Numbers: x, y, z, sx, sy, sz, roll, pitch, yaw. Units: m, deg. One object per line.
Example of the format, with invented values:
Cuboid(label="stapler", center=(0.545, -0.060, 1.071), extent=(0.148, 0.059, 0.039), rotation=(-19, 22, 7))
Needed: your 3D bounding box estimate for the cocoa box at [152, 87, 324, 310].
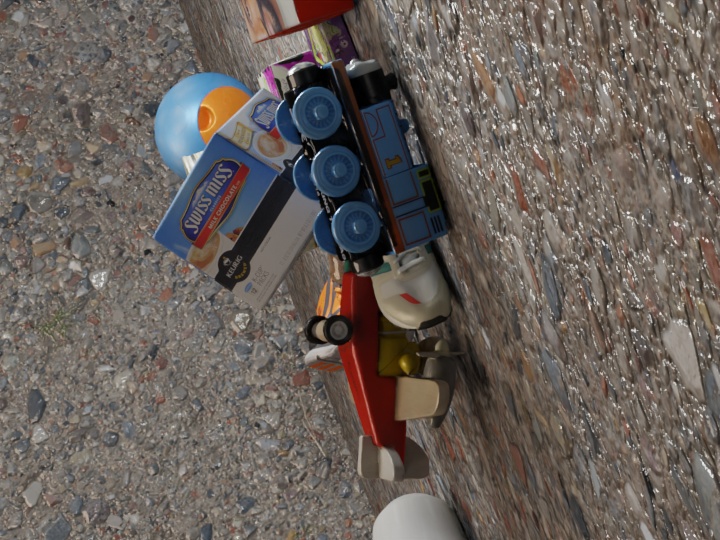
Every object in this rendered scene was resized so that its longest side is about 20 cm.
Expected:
Cuboid(label="cocoa box", center=(-0.099, -0.076, 1.627), extent=(0.131, 0.134, 0.200), rotation=(34, -159, -2))

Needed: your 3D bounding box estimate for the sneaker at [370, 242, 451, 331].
Cuboid(label="sneaker", center=(0.031, -0.029, 1.609), extent=(0.201, 0.070, 0.094), rotation=(-111, 1, -46))

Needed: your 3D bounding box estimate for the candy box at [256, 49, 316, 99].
Cuboid(label="candy box", center=(-0.077, -0.200, 2.081), extent=(0.200, 0.061, 0.138), rotation=(-160, 51, -83))

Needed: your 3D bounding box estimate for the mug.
Cuboid(label="mug", center=(0.081, 0.387, 2.135), extent=(0.154, 0.148, 0.188), rotation=(-105, 7, -51))

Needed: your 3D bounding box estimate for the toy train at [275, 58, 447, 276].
Cuboid(label="toy train", center=(0.000, -0.099, 1.483), extent=(0.087, 0.113, 0.202), rotation=(-3, 107, 70))

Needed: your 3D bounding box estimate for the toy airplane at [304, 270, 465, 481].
Cuboid(label="toy airplane", center=(0.039, 0.118, 1.678), extent=(0.200, 0.140, 0.200), rotation=(54, 154, 38))

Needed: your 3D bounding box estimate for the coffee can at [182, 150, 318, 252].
Cuboid(label="coffee can", center=(-0.082, -0.090, 1.819), extent=(0.146, 0.198, 0.148), rotation=(161, 90, -84))

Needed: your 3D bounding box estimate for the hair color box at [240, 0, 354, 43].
Cuboid(label="hair color box", center=(-0.074, -0.294, 1.629), extent=(0.200, 0.063, 0.112), rotation=(-173, 66, -75))

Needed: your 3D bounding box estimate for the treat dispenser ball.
Cuboid(label="treat dispenser ball", center=(-0.267, -0.251, 2.918), extent=(0.201, 0.199, 0.203), rotation=(161, 90, -84))

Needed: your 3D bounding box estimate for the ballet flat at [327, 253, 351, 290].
Cuboid(label="ballet flat", center=(0.000, 0.000, 1.784), extent=(0.200, 0.067, 0.068), rotation=(18, -109, -74))

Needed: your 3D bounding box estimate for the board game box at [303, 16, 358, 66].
Cuboid(label="board game box", center=(-0.047, -0.276, 1.746), extent=(0.120, 0.032, 0.201), rotation=(83, 167, -74))

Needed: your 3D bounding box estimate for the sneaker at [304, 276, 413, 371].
Cuboid(label="sneaker", center=(-0.005, 0.052, 2.013), extent=(0.199, 0.077, 0.113), rotation=(-19, 61, 51))
